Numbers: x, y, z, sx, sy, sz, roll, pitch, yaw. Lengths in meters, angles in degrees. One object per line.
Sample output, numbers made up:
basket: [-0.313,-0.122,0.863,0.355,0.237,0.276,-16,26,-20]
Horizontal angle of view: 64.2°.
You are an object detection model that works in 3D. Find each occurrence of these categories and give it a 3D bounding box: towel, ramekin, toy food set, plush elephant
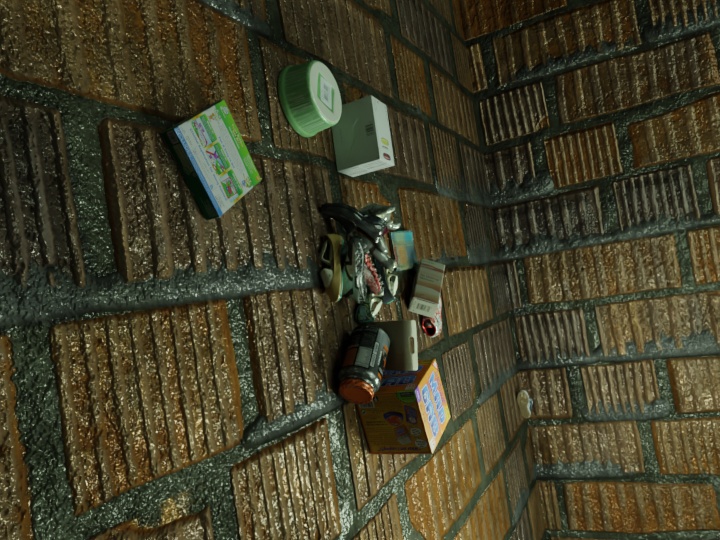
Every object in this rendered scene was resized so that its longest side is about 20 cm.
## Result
towel: [0.161,-0.075,2.136,0.199,0.021,0.148,-9,89,-63]
ramekin: [-0.135,-0.486,1.610,0.200,0.097,0.202,31,54,-56]
toy food set: [0.094,0.224,1.718,0.060,0.199,0.145,4,81,-39]
plush elephant: [0.053,-0.133,1.779,0.155,0.165,0.200,-49,120,-1]

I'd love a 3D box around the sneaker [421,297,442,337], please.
sneaker: [0.274,0.158,2.226,0.108,0.067,0.204,-16,98,-65]

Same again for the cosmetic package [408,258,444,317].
cosmetic package: [0.249,0.064,2.146,0.088,0.102,0.201,104,1,-48]

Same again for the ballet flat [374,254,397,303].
ballet flat: [0.090,0.010,1.918,0.073,0.072,0.203,13,69,-61]

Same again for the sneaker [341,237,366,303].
sneaker: [-0.030,-0.001,1.629,0.074,0.079,0.202,-43,139,-55]

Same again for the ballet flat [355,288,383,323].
ballet flat: [0.039,0.083,1.789,0.074,0.074,0.201,54,38,-40]

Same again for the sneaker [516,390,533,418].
sneaker: [0.969,0.758,3.375,0.109,0.069,0.202,-53,134,-49]

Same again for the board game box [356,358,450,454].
board game box: [0.129,0.405,1.713,0.200,0.198,0.202,-37,114,-60]

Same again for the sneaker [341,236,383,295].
sneaker: [0.000,0.000,1.718,0.202,0.097,0.071,62,-3,-26]

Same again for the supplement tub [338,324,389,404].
supplement tub: [0.009,0.263,1.613,0.123,0.121,0.201,58,35,-36]

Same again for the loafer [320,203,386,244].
loafer: [-0.024,-0.138,1.653,0.073,0.198,0.073,134,-27,-77]

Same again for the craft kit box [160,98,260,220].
craft kit box: [-0.315,-0.243,1.242,0.198,0.048,0.202,-55,130,-51]

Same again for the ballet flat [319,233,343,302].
ballet flat: [-0.087,-0.010,1.605,0.063,0.068,0.202,15,62,-30]

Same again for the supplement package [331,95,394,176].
supplement package: [0.005,-0.417,1.799,0.111,0.154,0.203,2,79,-63]
